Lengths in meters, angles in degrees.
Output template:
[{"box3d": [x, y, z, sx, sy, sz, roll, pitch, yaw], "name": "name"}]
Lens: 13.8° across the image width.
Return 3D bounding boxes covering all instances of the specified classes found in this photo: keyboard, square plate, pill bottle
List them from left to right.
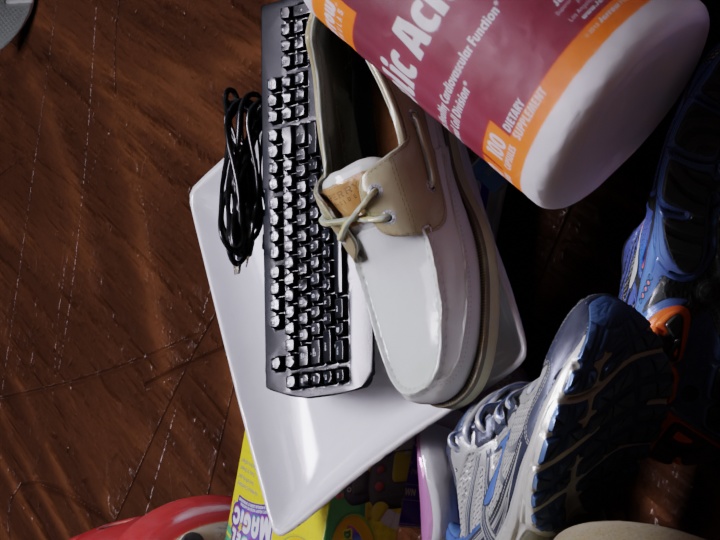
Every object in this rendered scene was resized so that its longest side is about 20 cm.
[{"box3d": [-0.038, -0.037, 1.461, 0.104, 0.039, 0.202, -13, 74, 47], "name": "keyboard"}, {"box3d": [0.000, 0.000, 1.461, 0.198, 0.028, 0.201, -38, 57, 39], "name": "square plate"}, {"box3d": [0.045, -0.130, 1.316, 0.200, 0.114, 0.115, 41, 131, 17], "name": "pill bottle"}]

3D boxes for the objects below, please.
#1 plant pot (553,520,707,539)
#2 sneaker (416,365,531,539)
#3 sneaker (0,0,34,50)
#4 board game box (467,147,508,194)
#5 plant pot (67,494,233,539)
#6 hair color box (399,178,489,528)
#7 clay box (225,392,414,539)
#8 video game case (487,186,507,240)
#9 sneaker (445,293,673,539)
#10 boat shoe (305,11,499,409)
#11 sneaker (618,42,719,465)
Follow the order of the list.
[{"box3d": [0.107, 0.216, 1.262, 0.187, 0.186, 0.201, -39, 32, 60], "name": "plant pot"}, {"box3d": [0.077, 0.083, 1.504, 0.200, 0.088, 0.081, -76, -19, -71], "name": "sneaker"}, {"box3d": [-0.318, -0.292, 2.698, 0.080, 0.070, 0.202, -104, 29, -76], "name": "sneaker"}, {"box3d": [0.053, -0.166, 1.463, 0.097, 0.200, 0.159, -46, -1, -34], "name": "board game box"}, {"box3d": [-0.106, 0.238, 1.759, 0.182, 0.199, 0.202, -28, 56, 55], "name": "plant pot"}, {"box3d": [0.014, 0.030, 1.631, 0.109, 0.064, 0.202, -156, 73, -72], "name": "hair color box"}, {"box3d": [-0.019, 0.092, 1.544, 0.115, 0.047, 0.202, 18, 98, 62], "name": "clay box"}, {"box3d": [0.033, -0.034, 1.728, 0.200, 0.023, 0.183, -153, 73, -68], "name": "video game case"}, {"box3d": [0.075, 0.080, 1.338, 0.085, 0.077, 0.201, 45, 139, 31], "name": "sneaker"}, {"box3d": [0.012, -0.034, 1.377, 0.075, 0.068, 0.201, -26, 66, 43], "name": "boat shoe"}, {"box3d": [0.150, -0.016, 1.351, 0.078, 0.075, 0.201, -127, 50, -66], "name": "sneaker"}]
